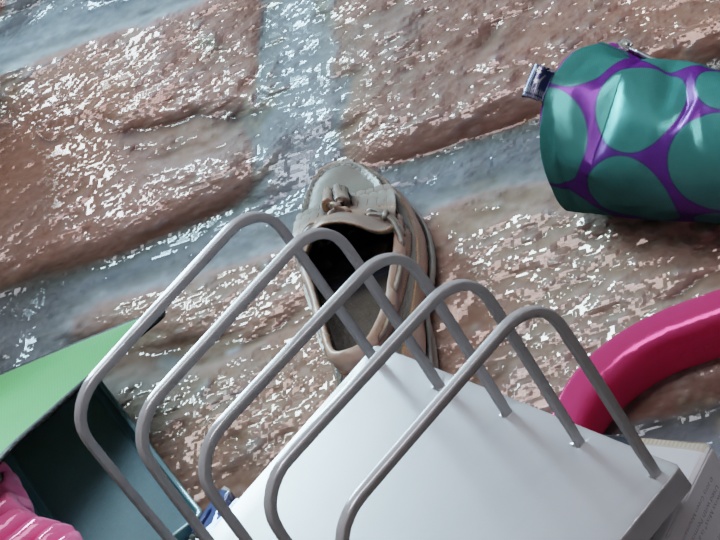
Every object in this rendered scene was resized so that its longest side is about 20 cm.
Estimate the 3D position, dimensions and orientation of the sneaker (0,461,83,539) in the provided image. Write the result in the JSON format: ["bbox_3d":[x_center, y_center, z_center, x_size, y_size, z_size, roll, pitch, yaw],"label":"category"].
[{"bbox_3d":[-0.160,0.166,1.363,0.079,0.096,0.200,-28,26,-8],"label":"sneaker"}]

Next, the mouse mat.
[{"bbox_3d":[-0.202,0.087,1.460,0.160,0.008,0.200,-22,16,41],"label":"mouse mat"}]

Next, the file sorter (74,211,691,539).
[{"bbox_3d":[0.000,0.071,1.133,0.139,0.125,0.200,-48,36,-18],"label":"file sorter"}]

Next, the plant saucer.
[{"bbox_3d":[-0.138,0.107,1.454,0.070,0.019,0.200,-37,30,-6],"label":"plant saucer"}]

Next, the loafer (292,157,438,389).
[{"bbox_3d":[0.000,0.000,1.462,0.072,0.063,0.201,-22,40,10],"label":"loafer"}]

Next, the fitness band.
[{"bbox_3d":[0.182,0.062,1.302,0.199,0.038,0.144,-19,41,14],"label":"fitness band"}]

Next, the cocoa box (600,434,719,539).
[{"bbox_3d":[0.077,0.181,1.167,0.131,0.134,0.201,3,50,38],"label":"cocoa box"}]

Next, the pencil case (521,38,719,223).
[{"bbox_3d":[0.183,-0.068,1.397,0.199,0.085,0.093,8,81,37],"label":"pencil case"}]

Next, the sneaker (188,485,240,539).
[{"bbox_3d":[-0.056,0.191,1.297,0.115,0.081,0.199,-41,33,-6],"label":"sneaker"}]
